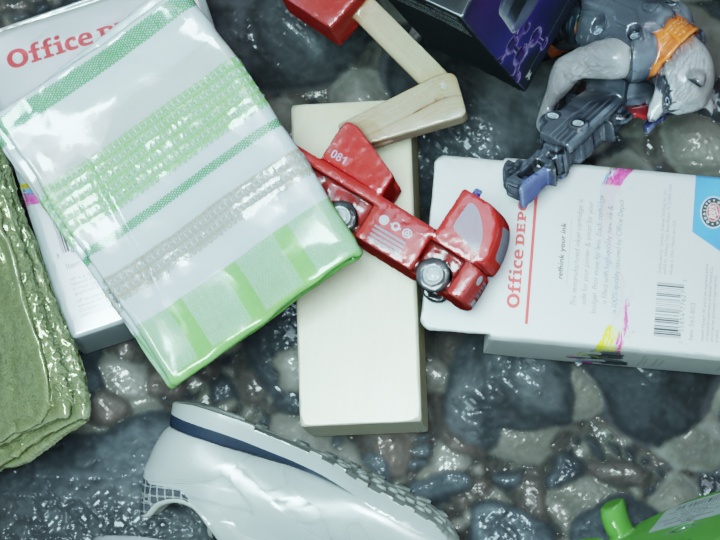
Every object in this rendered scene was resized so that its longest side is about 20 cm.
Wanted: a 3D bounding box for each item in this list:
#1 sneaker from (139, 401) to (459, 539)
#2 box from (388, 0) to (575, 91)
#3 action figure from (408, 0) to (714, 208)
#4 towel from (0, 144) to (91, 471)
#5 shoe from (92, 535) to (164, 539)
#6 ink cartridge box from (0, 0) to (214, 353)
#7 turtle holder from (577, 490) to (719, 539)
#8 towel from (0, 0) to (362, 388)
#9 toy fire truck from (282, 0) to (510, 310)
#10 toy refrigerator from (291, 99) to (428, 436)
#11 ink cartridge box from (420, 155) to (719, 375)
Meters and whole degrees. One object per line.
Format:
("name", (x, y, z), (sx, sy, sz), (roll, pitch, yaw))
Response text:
("sneaker", (-0.037, 0.148, 1.531), (0.200, 0.076, 0.081), (21, 87, 11))
("box", (0.096, -0.224, 1.447), (0.079, 0.141, 0.200), (28, 87, 21))
("action figure", (0.126, -0.136, 1.531), (0.193, 0.105, 0.200), (24, 49, 19))
("towel", (-0.242, 0.027, 1.528), (0.148, 0.036, 0.200), (-28, 80, 35))
("shoe", (-0.076, 0.224, 1.513), (0.200, 0.071, 0.091), (14, 76, -2))
("ink cartridge box", (-0.139, -0.067, 1.553), (0.144, 0.085, 0.200), (-18, 82, -3))
("turtle holder", (0.211, 0.196, 1.465), (0.141, 0.186, 0.132), (-22, 95, -6))
("towel", (-0.111, -0.051, 1.478), (0.149, 0.031, 0.200), (-36, 81, 8))
("toy fire truck", (0.017, -0.081, 1.504), (0.200, 0.049, 0.141), (31, 85, 10))
("toy refrigerator", (0.000, 0.000, 1.552), (0.076, 0.070, 0.200), (-3, 80, 5))
("ink cartridge box", (0.140, -0.003, 1.551), (0.200, 0.068, 0.115), (6, 80, 1))
